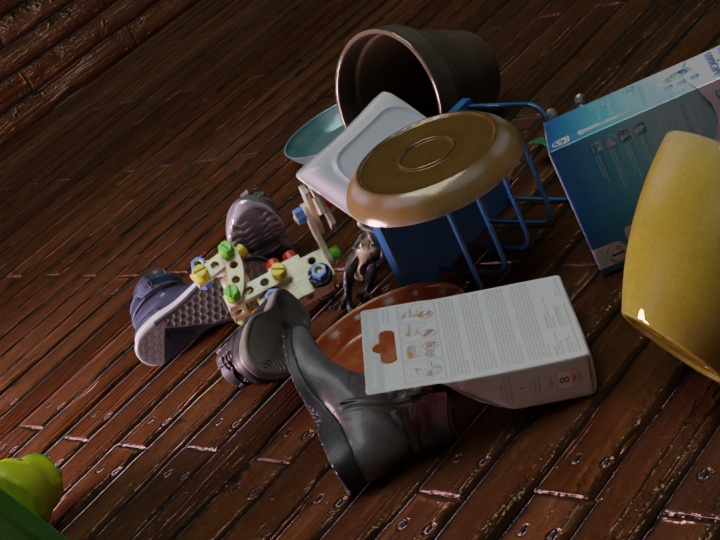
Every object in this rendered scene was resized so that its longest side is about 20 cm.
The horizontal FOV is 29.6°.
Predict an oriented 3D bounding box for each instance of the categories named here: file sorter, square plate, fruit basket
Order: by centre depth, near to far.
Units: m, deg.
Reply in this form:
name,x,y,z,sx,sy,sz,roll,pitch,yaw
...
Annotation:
name,x,y,z,sx,sy,sz,roll,pitch,yaw
fruit basket,-0.393,0.255,1.413,0.214,0.156,0.217,-25,39,22
file sorter,0.123,-0.078,1.489,0.122,0.140,0.200,4,39,48
square plate,0.057,-0.118,1.616,0.198,0.199,0.029,-46,-14,-37

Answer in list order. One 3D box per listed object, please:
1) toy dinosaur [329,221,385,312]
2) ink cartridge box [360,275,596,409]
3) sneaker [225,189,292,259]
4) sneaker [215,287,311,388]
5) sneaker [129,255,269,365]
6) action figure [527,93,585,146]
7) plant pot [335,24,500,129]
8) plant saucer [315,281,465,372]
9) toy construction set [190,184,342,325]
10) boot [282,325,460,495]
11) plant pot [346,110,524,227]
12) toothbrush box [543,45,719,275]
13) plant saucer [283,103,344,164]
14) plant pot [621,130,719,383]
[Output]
name,x,y,z,sx,sy,sz,roll,pitch,yaw
toy dinosaur,0.000,0.000,1.547,0.200,0.047,0.089,114,169,-67
ink cartridge box,0.104,0.073,1.249,0.197,0.058,0.163,-14,25,5
sneaker,-0.139,-0.065,1.721,0.074,0.083,0.200,-23,-13,-2
sneaker,-0.113,0.098,1.456,0.106,0.075,0.200,-45,4,16
sneaker,-0.207,0.024,1.741,0.201,0.077,0.146,-31,25,-1
action figure,0.282,-0.156,1.577,0.117,0.055,0.200,-29,26,-7
plant pot,0.094,-0.246,1.843,0.172,0.203,0.199,-25,16,-38
plant saucer,0.027,0.082,1.402,0.198,0.033,0.201,-25,24,12
toy construction set,-0.099,-0.011,1.613,0.199,0.092,0.132,-35,59,5
boot,0.011,0.109,1.282,0.130,0.070,0.201,-28,51,-2
plant pot,0.072,-0.114,1.420,0.198,0.028,0.201,-20,28,11
toothbrush box,0.297,-0.108,1.331,0.198,0.147,0.086,-23,23,15
plant saucer,-0.022,-0.211,2.068,0.198,0.036,0.201,-24,24,11
plant pot,0.290,0.005,1.089,0.143,0.199,0.200,-56,25,0
